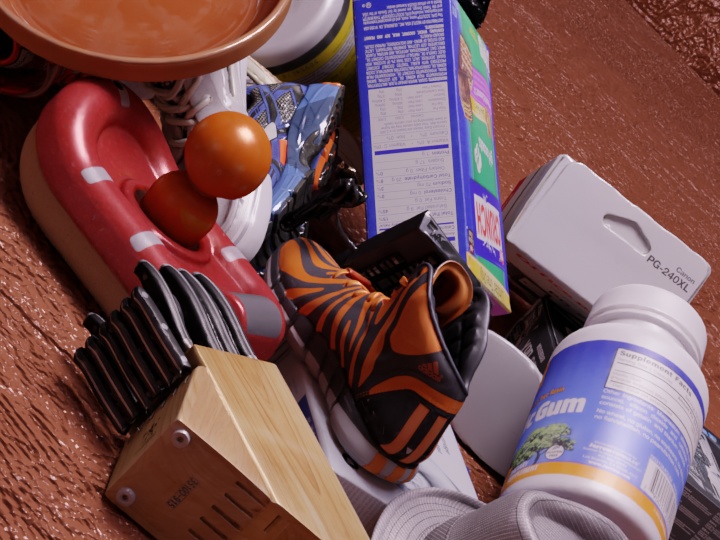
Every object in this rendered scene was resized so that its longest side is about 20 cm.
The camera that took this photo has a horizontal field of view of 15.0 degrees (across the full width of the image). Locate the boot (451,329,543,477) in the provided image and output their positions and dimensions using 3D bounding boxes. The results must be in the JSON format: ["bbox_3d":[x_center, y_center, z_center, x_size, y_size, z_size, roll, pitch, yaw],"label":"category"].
[{"bbox_3d":[0.126,0.118,1.894,0.200,0.073,0.096,51,9,0],"label":"boot"}]

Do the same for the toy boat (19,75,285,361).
[{"bbox_3d":[-0.104,-0.041,1.604,0.200,0.131,0.130,51,18,21],"label":"toy boat"}]

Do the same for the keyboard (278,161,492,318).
[{"bbox_3d":[0.000,0.000,1.705,0.021,0.200,0.127,-39,96,-29],"label":"keyboard"}]

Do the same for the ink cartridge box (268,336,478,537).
[{"bbox_3d":[0.027,0.122,1.676,0.200,0.041,0.200,35,19,-29],"label":"ink cartridge box"}]

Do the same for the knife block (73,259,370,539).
[{"bbox_3d":[-0.066,0.089,1.464,0.200,0.064,0.176,41,24,-10],"label":"knife block"}]

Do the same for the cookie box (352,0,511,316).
[{"bbox_3d":[0.051,-0.076,1.921,0.171,0.075,0.201,41,45,-74],"label":"cookie box"}]

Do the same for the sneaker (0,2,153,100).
[{"bbox_3d":[-0.195,-0.137,1.745,0.201,0.067,0.108,32,25,-35],"label":"sneaker"}]

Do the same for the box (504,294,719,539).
[{"bbox_3d":[0.201,0.124,2.061,0.200,0.050,0.158,39,16,-17],"label":"box"}]

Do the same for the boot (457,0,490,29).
[{"bbox_3d":[0.024,-0.237,2.004,0.162,0.074,0.198,30,-6,-5],"label":"boot"}]

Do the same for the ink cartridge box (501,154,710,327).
[{"bbox_3d":[0.175,-0.007,2.120,0.145,0.084,0.200,37,-6,-2],"label":"ink cartridge box"}]

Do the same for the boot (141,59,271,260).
[{"bbox_3d":[-0.112,-0.100,1.718,0.096,0.073,0.201,44,29,-52],"label":"boot"}]

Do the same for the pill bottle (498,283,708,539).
[{"bbox_3d":[0.163,0.106,1.776,0.112,0.112,0.201,39,46,-16],"label":"pill bottle"}]

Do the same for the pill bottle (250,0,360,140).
[{"bbox_3d":[-0.036,-0.158,2.017,0.114,0.114,0.200,54,1,32],"label":"pill bottle"}]

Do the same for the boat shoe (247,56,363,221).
[{"bbox_3d":[-0.087,-0.105,1.915,0.199,0.065,0.072,34,-27,6],"label":"boat shoe"}]

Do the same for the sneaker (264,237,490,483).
[{"bbox_3d":[0.018,0.025,1.623,0.077,0.112,0.200,21,27,-41],"label":"sneaker"}]

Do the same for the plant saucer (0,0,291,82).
[{"bbox_3d":[-0.139,-0.184,1.682,0.199,0.032,0.201,5,45,-5],"label":"plant saucer"}]

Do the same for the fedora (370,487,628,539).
[{"bbox_3d":[0.106,0.190,1.538,0.200,0.090,0.177,50,31,-6],"label":"fedora"}]

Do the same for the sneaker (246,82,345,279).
[{"bbox_3d":[-0.068,-0.057,1.813,0.078,0.076,0.200,11,37,8],"label":"sneaker"}]
